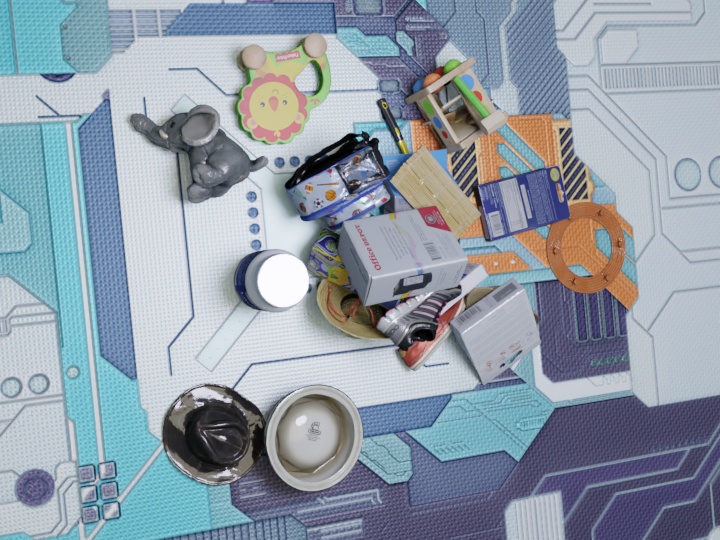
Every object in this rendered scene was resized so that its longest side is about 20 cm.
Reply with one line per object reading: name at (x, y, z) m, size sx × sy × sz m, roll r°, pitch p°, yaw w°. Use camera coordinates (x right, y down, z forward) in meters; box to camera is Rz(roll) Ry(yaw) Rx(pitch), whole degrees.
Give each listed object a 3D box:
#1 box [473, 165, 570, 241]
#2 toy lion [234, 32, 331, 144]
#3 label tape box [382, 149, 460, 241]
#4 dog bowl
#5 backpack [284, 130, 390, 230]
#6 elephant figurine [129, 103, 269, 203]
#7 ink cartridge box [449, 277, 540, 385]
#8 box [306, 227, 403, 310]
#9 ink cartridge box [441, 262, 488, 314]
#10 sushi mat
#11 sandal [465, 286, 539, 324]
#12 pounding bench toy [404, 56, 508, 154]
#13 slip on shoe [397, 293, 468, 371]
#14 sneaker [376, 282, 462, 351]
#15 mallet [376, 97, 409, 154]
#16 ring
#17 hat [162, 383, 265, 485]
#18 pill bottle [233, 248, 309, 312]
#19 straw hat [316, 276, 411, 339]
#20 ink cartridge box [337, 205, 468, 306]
box at (0.345, -0.144, 1.828) m, size 0.199 × 0.032 × 0.122 m, roll -15°, pitch 94°, yaw -16°
toy lion at (-0.148, -0.344, 1.661) m, size 0.199 × 0.069 × 0.193 m, roll -16°, pitch 101°, yaw -18°
label tape box at (0.122, -0.130, 1.710) m, size 0.143 × 0.063 × 0.202 m, roll -9°, pitch 110°, yaw -18°
dog bowl at (-0.098, 0.316, 1.649) m, size 0.199 × 0.074 × 0.202 m, roll 1°, pitch 89°, yaw -24°
backpack at (-0.043, -0.163, 1.634) m, size 0.189 × 0.200 × 0.155 m, roll -22°, pitch 96°, yaw -4°
elephant figurine at (-0.299, -0.239, 1.580) m, size 0.155 × 0.141 × 0.201 m, roll -18°, pitch 78°, yaw -45°
ink cartridge box at (0.281, 0.128, 1.761) m, size 0.160 × 0.047 × 0.200 m, roll -35°, pitch 137°, yaw -6°
box at (0.000, 0.000, 1.653) m, size 0.199 × 0.070 × 0.064 m, roll 25°, pitch 47°, yaw 3°
ink cartridge box at (0.158, 0.054, 1.732) m, size 0.199 × 0.095 × 0.037 m, roll -36°, pitch 104°, yaw -15°
sushi mat at (0.147, -0.143, 1.673) m, size 0.096 × 0.012 × 0.200 m, roll -45°, pitch 115°, yaw -2°
sandal at (0.281, 0.068, 1.795) m, size 0.211 × 0.070 × 0.078 m, roll 22°, pitch 114°, yaw -34°
pounding bench toy at (0.198, -0.335, 1.695) m, size 0.124 × 0.200 × 0.157 m, roll -35°, pitch 100°, yaw -15°
slip on shoe at (0.150, 0.111, 1.745) m, size 0.061 × 0.074 × 0.200 m, roll 41°, pitch 80°, yaw -5°
sneaker at (0.125, 0.088, 1.617) m, size 0.199 × 0.074 × 0.088 m, roll -28°, pitch 77°, yaw -32°
mallet at (0.094, -0.260, 1.749) m, size 0.065 × 0.041 × 0.201 m, roll -20°, pitch 92°, yaw -16°
ring at (0.499, -0.050, 1.884) m, size 0.199 × 0.019 × 0.202 m, roll 0°, pitch 89°, yaw -17°
hat at (-0.267, 0.312, 1.600) m, size 0.199 × 0.081 × 0.202 m, roll 0°, pitch 90°, yaw -17°
pill bottle at (-0.162, 0.018, 1.574) m, size 0.115 × 0.200 × 0.117 m, roll 0°, pitch 89°, yaw -17°
straw hat at (0.000, 0.087, 1.681) m, size 0.200 × 0.085 × 0.202 m, roll 12°, pitch 43°, yaw -11°
ink cartridge box at (0.074, -0.030, 1.590) m, size 0.199 × 0.083 × 0.146 m, roll -11°, pitch 53°, yaw -21°
